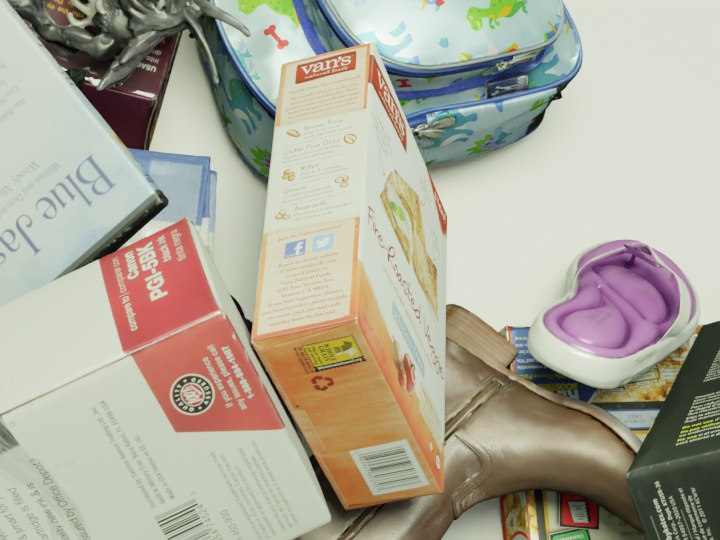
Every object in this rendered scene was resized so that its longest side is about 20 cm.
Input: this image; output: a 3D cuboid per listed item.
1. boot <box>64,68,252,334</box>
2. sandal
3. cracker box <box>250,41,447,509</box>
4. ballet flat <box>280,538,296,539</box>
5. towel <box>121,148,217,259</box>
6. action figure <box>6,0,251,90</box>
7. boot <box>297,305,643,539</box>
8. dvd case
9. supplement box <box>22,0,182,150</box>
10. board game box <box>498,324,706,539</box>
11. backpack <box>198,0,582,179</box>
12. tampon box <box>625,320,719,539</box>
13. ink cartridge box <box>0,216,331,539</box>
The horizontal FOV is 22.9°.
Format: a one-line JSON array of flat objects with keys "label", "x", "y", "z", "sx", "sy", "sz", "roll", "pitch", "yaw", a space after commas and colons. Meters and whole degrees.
[{"label": "boot", "x": -0.156, "y": -0.027, "z": 0.901, "sx": 0.197, "sy": 0.073, "sz": 0.163, "roll": -3, "pitch": 73, "yaw": -5}, {"label": "sandal", "x": 0.153, "y": 0.012, "z": 1.001, "sx": 0.082, "sy": 0.050, "sz": 0.203, "roll": 25, "pitch": 25, "yaw": 10}, {"label": "cracker box", "x": 0.000, "y": 0.000, "z": 0.906, "sx": 0.057, "sy": 0.134, "sz": 0.201, "roll": -12, "pitch": 44, "yaw": 15}, {"label": "ballet flat", "x": -0.016, "y": 0.156, "z": 0.860, "sx": 0.199, "sy": 0.064, "sz": 0.076, "roll": 6, "pitch": 43, "yaw": 1}, {"label": "towel", "x": -0.151, "y": 0.027, "z": 0.934, "sx": 0.146, "sy": 0.024, "sz": 0.201, "roll": 6, "pitch": 69, "yaw": -9}, {"label": "action figure", "x": -0.149, "y": -0.170, "z": 0.905, "sx": 0.199, "sy": 0.102, "sz": 0.119, "roll": 28, "pitch": 70, "yaw": 6}, {"label": "boot", "x": 0.048, "y": 0.142, "z": 0.938, "sx": 0.186, "sy": 0.064, "sz": 0.200, "roll": 36, "pitch": 68, "yaw": 18}, {"label": "dvd case", "x": -0.205, "y": -0.061, "z": 0.852, "sx": 0.143, "sy": 0.018, "sz": 0.200, "roll": -41, "pitch": 80, "yaw": 3}, {"label": "supplement box", "x": -0.136, "y": -0.176, "z": 1.021, "sx": 0.085, "sy": 0.110, "sz": 0.201, "roll": 16, "pitch": 71, "yaw": -6}, {"label": "board game box", "x": 0.158, "y": 0.132, "z": 1.029, "sx": 0.151, "sy": 0.046, "sz": 0.201, "roll": 0, "pitch": 74, "yaw": -13}, {"label": "backpack", "x": 0.010, "y": -0.152, "z": 1.029, "sx": 0.199, "sy": 0.147, "sz": 0.184, "roll": -19, "pitch": 75, "yaw": -14}, {"label": "tampon box", "x": 0.236, "y": 0.113, "z": 0.904, "sx": 0.151, "sy": 0.126, "sz": 0.200, "roll": 69, "pitch": 26, "yaw": -10}, {"label": "ink cartridge box", "x": -0.135, "y": 0.088, "z": 0.820, "sx": 0.199, "sy": 0.147, "sz": 0.083, "roll": -25, "pitch": 38, "yaw": -1}]
